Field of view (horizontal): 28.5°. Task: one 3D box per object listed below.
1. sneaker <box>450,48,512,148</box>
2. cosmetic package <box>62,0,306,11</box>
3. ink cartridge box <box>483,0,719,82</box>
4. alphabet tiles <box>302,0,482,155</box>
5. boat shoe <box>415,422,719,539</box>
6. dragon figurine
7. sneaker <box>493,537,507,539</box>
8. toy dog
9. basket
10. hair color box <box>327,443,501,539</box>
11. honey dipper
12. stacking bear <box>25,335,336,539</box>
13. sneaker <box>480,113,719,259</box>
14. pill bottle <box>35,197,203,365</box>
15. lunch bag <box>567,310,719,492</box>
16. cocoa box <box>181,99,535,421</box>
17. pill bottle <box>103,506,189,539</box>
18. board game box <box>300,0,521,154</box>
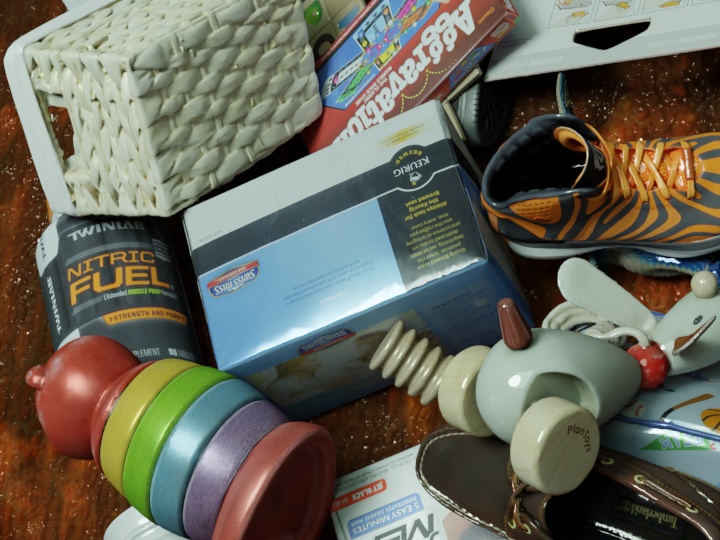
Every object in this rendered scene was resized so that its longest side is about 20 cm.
[{"bbox_3d":[0.063,-0.183,1.089,0.103,0.060,0.202,-3,70,30],"label":"sneaker"},{"bbox_3d":[-0.139,-0.234,1.196,0.199,0.052,0.151,-36,62,5],"label":"cosmetic package"},{"bbox_3d":[0.198,-0.208,1.014,0.199,0.045,0.178,-3,60,38],"label":"ink cartridge box"},{"bbox_3d":[0.010,-0.151,1.083,0.167,0.008,0.201,-39,58,32],"label":"alphabet tiles"},{"bbox_3d":[0.116,0.126,0.793,0.198,0.070,0.071,10,98,27],"label":"boat shoe"},{"bbox_3d":[0.198,-0.050,0.971,0.099,0.059,0.202,-17,67,13],"label":"dragon figurine"},{"bbox_3d":[0.162,0.170,0.869,0.198,0.075,0.088,-2,47,-12],"label":"sneaker"},{"bbox_3d":[0.130,0.036,0.788,0.131,0.097,0.200,12,33,32],"label":"toy dog"},{"bbox_3d":[-0.135,-0.133,1.035,0.123,0.137,0.200,10,34,38],"label":"basket"},{"bbox_3d":[0.058,0.215,0.914,0.110,0.064,0.201,-24,62,10],"label":"hair color box"},{"bbox_3d":[0.096,0.104,0.916,0.199,0.038,0.038,35,83,-2],"label":"honey dipper"},{"bbox_3d":[-0.125,0.109,0.917,0.199,0.121,0.115,25,113,24],"label":"stacking bear"},{"bbox_3d":[0.170,-0.055,0.887,0.198,0.112,0.078,-12,70,15],"label":"sneaker"},{"bbox_3d":[-0.186,0.021,1.073,0.106,0.106,0.201,-25,61,11],"label":"pill bottle"},{"bbox_3d":[0.209,0.088,0.868,0.198,0.076,0.160,14,30,25],"label":"lunch bag"},{"bbox_3d":[0.000,0.000,0.989,0.199,0.133,0.132,-23,62,12],"label":"cocoa box"},{"bbox_3d":[-0.100,0.249,0.935,0.112,0.112,0.201,-32,60,6],"label":"pill bottle"},{"bbox_3d":[0.026,-0.155,1.052,0.200,0.019,0.103,-44,56,29],"label":"board game box"}]
